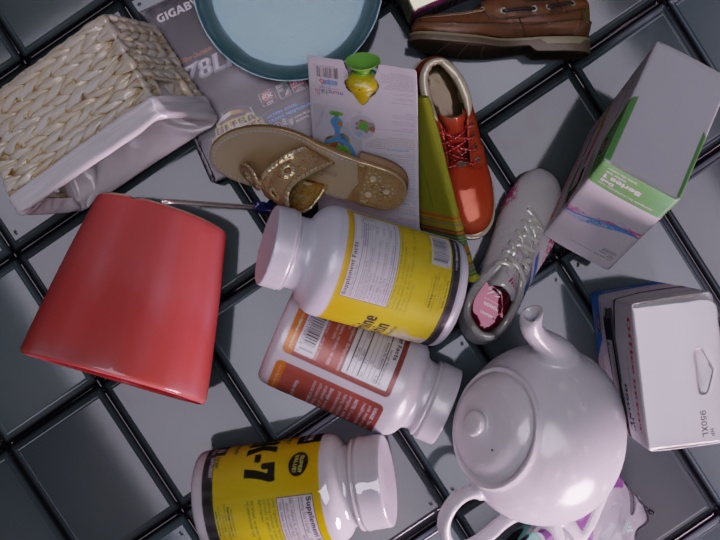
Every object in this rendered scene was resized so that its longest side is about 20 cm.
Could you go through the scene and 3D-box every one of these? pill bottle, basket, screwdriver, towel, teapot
[{"bbox_3d":[0.001,0.104,1.299,0.198,0.112,0.113,25,92,-1],"label":"pill bottle"},{"bbox_3d":[-0.272,-0.158,1.258,0.199,0.135,0.124,-30,85,18],"label":"basket"},{"bbox_3d":[-0.124,-0.070,1.276,0.199,0.028,0.029,7,67,-42],"label":"screwdriver"},{"bbox_3d":[-0.067,0.232,1.287,0.198,0.114,0.116,-10,92,10],"label":"pill bottle"},{"bbox_3d":[0.078,-0.086,1.286,0.018,0.086,0.202,-22,107,-22],"label":"towel"},{"bbox_3d":[0.160,0.167,1.251,0.145,0.197,0.202,10,61,-38],"label":"teapot"},{"bbox_3d":[0.000,0.000,1.235,0.198,0.112,0.113,15,92,-15],"label":"pill bottle"}]

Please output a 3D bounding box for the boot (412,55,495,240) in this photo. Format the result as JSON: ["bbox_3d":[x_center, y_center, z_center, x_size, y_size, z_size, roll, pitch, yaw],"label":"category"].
[{"bbox_3d":[0.096,-0.128,1.295,0.074,0.107,0.202,-17,94,-2],"label":"boot"}]

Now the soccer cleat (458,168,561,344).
[{"bbox_3d":[0.165,-0.012,1.308,0.069,0.086,0.202,23,92,-1],"label":"soccer cleat"}]

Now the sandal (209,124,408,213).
[{"bbox_3d":[-0.057,-0.090,1.250,0.209,0.070,0.078,11,129,1],"label":"sandal"}]

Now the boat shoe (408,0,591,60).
[{"bbox_3d":[0.148,-0.264,1.313,0.197,0.072,0.069,1,88,-10],"label":"boat shoe"}]

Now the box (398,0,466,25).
[{"bbox_3d":[0.095,-0.389,1.290,0.174,0.097,0.202,-23,93,1],"label":"box"}]

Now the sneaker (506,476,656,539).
[{"bbox_3d":[0.237,0.314,1.325,0.140,0.078,0.200,42,92,-1],"label":"sneaker"}]

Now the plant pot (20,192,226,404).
[{"bbox_3d":[-0.227,0.027,1.265,0.198,0.200,0.179,16,81,-1],"label":"plant pot"}]

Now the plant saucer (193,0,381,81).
[{"bbox_3d":[-0.075,-0.297,1.281,0.197,0.027,0.203,0,92,-2],"label":"plant saucer"}]

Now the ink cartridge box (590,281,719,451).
[{"bbox_3d":[0.300,0.092,1.256,0.083,0.200,0.146,-8,92,-1],"label":"ink cartridge box"}]

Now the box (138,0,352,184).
[{"bbox_3d":[-0.108,-0.222,1.320,0.198,0.050,0.200,-23,93,0],"label":"box"}]

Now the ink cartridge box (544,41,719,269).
[{"bbox_3d":[0.270,-0.109,1.233,0.083,0.200,0.146,27,69,1],"label":"ink cartridge box"}]

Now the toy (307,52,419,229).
[{"bbox_3d":[0.010,-0.137,1.282,0.114,0.047,0.201,10,134,15],"label":"toy"}]
